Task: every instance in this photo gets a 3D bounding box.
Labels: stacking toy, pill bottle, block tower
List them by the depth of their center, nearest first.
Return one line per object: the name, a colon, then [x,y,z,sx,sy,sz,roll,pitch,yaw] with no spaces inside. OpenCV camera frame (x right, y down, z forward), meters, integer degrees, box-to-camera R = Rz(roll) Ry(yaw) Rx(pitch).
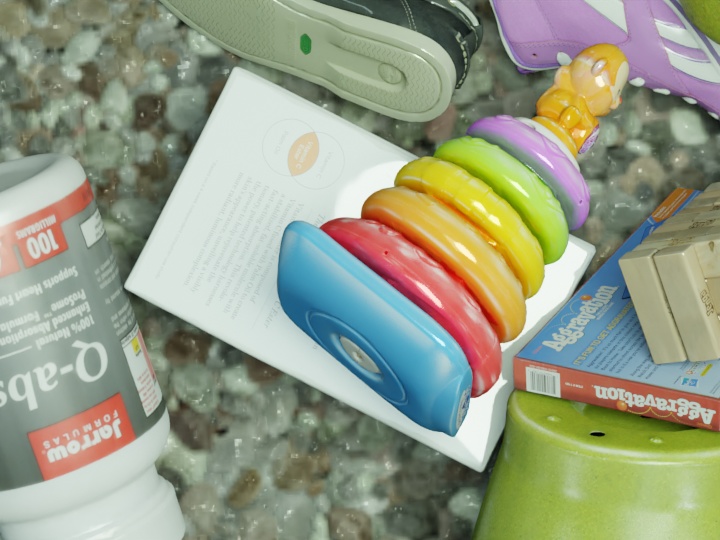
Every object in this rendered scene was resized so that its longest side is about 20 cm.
stacking toy: [0.063,-0.031,1.057,0.110,0.116,0.200,38,73,14]
block tower: [0.198,-0.024,1.065,0.054,0.200,0.058,-7,111,41]
pill bottle: [-0.161,0.053,1.124,0.115,0.116,0.201,-18,104,0]

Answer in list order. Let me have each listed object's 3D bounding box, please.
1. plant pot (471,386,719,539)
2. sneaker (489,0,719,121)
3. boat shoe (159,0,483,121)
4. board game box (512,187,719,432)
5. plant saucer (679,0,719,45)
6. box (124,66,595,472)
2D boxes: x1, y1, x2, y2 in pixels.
plant pot: [0.130,0.150,1.067,0.199,0.200,0.194,2,107,0]
sneaker: [0.144,-0.119,1.170,0.114,0.073,0.200,-35,109,33]
boat shoe: [-0.033,-0.146,1.174,0.199,0.072,0.068,25,53,7]
board game box: [0.161,0.014,1.090,0.103,0.200,0.020,12,121,27]
plant saucer: [0.189,-0.209,1.131,0.200,0.048,0.200,-25,89,-44]
box: [0.000,0.000,1.146,0.199,0.097,0.125,27,89,1]
